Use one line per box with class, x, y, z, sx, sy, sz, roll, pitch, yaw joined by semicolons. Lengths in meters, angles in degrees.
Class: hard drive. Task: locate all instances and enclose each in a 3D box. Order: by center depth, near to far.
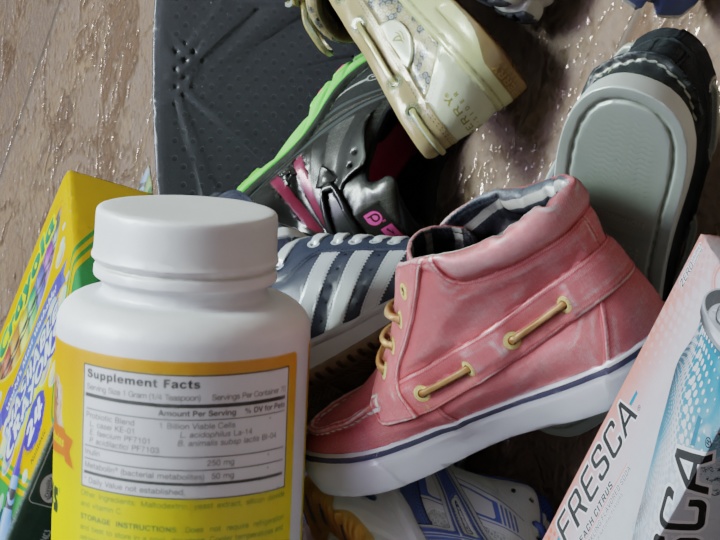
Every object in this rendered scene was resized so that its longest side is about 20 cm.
hard drive;-0.043;-0.105;1.313;0.042;0.135;0.200;144;126;-79

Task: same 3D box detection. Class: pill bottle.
pill bottle;-0.077;0.072;1.075;0.109;0.109;0.200;-156;66;-64

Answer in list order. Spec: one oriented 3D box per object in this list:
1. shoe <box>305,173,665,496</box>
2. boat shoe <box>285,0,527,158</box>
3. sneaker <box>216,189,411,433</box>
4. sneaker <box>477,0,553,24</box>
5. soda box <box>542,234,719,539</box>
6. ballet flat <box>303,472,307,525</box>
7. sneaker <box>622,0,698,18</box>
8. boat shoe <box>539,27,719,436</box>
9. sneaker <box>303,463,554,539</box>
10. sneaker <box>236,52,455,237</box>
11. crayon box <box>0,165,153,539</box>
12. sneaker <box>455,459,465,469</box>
shoe;0.036;0.026;1.043;0.200;0.071;0.091;-22;106;40
boat shoe;0.001;-0.126;1.220;0.063;0.073;0.200;-45;43;0
sneaker;0.000;0.000;1.152;0.200;0.070;0.109;-25;61;15
sneaker;0.055;-0.183;1.220;0.080;0.077;0.200;-57;35;9
soda box;0.128;0.086;0.970;0.068;0.064;0.200;-114;39;-49
ballet flat;-0.095;0.105;1.272;0.200;0.072;0.072;-7;76;40
sneaker;0.092;-0.187;0.995;0.115;0.199;0.081;-47;38;33
boat shoe;0.106;-0.012;1.052;0.060;0.076;0.200;-53;-12;-45
sneaker;0.060;0.133;1.088;0.200;0.088;0.075;45;157;34
sneaker;-0.015;-0.024;1.237;0.084;0.077;0.200;23;80;52
crayon box;-0.143;0.039;1.262;0.200;0.052;0.126;-104;35;-58
sneaker;0.016;0.101;1.202;0.081;0.076;0.200;99;177;-71
